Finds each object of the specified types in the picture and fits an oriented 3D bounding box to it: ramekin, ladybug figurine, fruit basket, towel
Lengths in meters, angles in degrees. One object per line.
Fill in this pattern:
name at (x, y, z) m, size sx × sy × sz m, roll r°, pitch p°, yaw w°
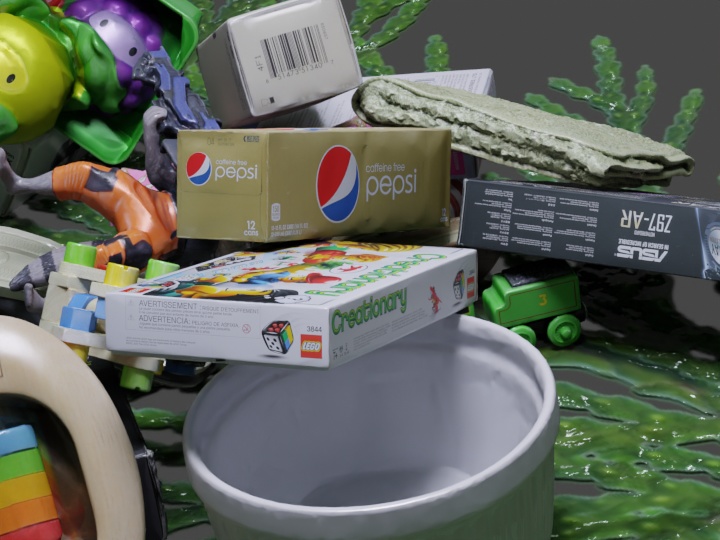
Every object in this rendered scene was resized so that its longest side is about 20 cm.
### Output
ramekin at (0.011, 0.115, 1.139) m, size 0.200 × 0.105 × 0.200 m, roll -8°, pitch 27°, yaw 4°
ladybug figurine at (-0.183, 0.119, 1.131) m, size 0.135 × 0.201 × 0.072 m, roll -12°, pitch -8°, yaw -3°
fruit basket at (-0.235, -0.170, 1.563) m, size 0.215 × 0.156 × 0.216 m, roll 29°, pitch 24°, yaw -14°
towel at (0.108, -0.091, 1.412) m, size 0.200 × 0.037 × 0.148 m, roll 17°, pitch 9°, yaw 29°

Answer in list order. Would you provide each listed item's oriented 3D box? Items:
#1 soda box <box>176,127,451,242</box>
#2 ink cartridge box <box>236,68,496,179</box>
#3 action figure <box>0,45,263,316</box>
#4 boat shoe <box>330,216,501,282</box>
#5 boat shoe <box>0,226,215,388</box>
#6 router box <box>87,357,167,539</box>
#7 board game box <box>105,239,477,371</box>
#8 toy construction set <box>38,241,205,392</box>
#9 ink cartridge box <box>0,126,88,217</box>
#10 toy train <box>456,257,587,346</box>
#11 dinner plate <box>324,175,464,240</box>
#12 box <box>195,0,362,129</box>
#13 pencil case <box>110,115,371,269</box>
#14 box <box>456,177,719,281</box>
soda box at (-0.023, -0.054, 1.278) m, size 0.068 × 0.064 × 0.200 m, roll 4°, pitch 6°, yaw 34°
ink cartridge box at (-0.004, -0.104, 1.580) m, size 0.199 × 0.042 × 0.119 m, roll 0°, pitch 29°, yaw 12°
action figure at (-0.134, -0.049, 1.372) m, size 0.193 × 0.105 × 0.200 m, roll -7°, pitch 43°, yaw -16°
boat shoe at (0.000, 0.000, 1.374) m, size 0.200 × 0.072 × 0.065 m, roll -21°, pitch 55°, yaw -22°
boat shoe at (-0.177, 0.033, 1.394) m, size 0.200 × 0.068 × 0.072 m, roll 20°, pitch 45°, yaw 22°
router box at (-0.224, 0.121, 1.243) m, size 0.199 × 0.062 × 0.150 m, roll -15°, pitch 27°, yaw -10°
board game box at (-0.031, 0.015, 1.137) m, size 0.126 × 0.035 × 0.200 m, roll 4°, pitch 10°, yaw 23°
toy construction set at (-0.102, 0.041, 1.233) m, size 0.131 × 0.200 × 0.092 m, roll 9°, pitch 72°, yaw 51°
ink cartridge box at (-0.271, -0.151, 1.686) m, size 0.144 × 0.084 × 0.200 m, roll 35°, pitch 40°, yaw 8°
toy train at (0.045, 0.036, 1.329) m, size 0.199 × 0.057 × 0.042 m, roll -14°, pitch 28°, yaw -9°
dinner plate at (-0.014, -0.027, 1.503) m, size 0.200 × 0.024 × 0.200 m, roll -7°, pitch 27°, yaw 4°
box at (-0.059, -0.142, 1.472) m, size 0.082 × 0.069 × 0.200 m, roll -17°, pitch 4°, yaw -11°
pencil case at (-0.071, -0.051, 1.456) m, size 0.199 × 0.083 × 0.087 m, roll -15°, pitch -8°, yaw -8°
box at (0.185, -0.026, 1.345) m, size 0.200 × 0.044 × 0.160 m, roll 8°, pitch 6°, yaw 30°
